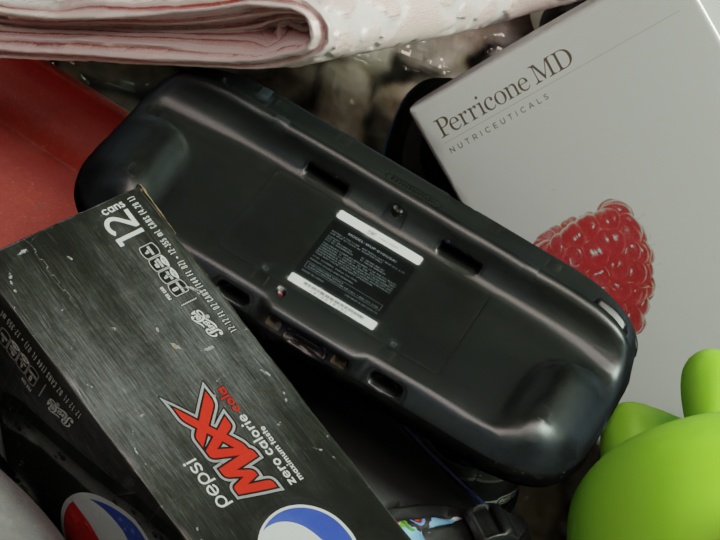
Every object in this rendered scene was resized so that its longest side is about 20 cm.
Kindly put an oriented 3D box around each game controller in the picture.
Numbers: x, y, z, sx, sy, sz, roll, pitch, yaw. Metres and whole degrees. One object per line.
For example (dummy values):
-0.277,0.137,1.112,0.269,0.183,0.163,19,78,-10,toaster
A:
0.000,0.000,0.974,0.200,0.042,0.104,30,47,6,game controller

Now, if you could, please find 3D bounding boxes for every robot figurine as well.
0.129,0.128,0.933,0.116,0.175,0.200,24,48,-32,robot figurine

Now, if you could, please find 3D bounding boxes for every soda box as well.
-0.047,0.075,0.882,0.071,0.063,0.200,-27,70,-35,soda box

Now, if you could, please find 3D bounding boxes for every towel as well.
-0.032,-0.107,1.073,0.200,0.191,0.032,-21,111,-53,towel

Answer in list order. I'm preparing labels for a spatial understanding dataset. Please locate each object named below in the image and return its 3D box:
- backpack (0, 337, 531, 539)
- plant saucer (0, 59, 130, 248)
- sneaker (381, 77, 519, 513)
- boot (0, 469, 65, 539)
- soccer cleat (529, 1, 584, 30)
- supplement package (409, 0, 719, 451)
-0.070,0.113,0.972,0.200,0.135,0.183,-35,74,-35,backpack
-0.176,-0.015,1.025,0.199,0.037,0.200,-30,45,-32,plant saucer
0.046,0.007,1.114,0.071,0.083,0.200,7,58,-10,sneaker
-0.081,0.105,0.819,0.070,0.132,0.200,-39,83,-28,boot
0.156,-0.144,1.261,0.200,0.068,0.073,-8,53,-26,soccer cleat
0.128,-0.011,1.075,0.200,0.121,0.120,60,20,-1,supplement package
